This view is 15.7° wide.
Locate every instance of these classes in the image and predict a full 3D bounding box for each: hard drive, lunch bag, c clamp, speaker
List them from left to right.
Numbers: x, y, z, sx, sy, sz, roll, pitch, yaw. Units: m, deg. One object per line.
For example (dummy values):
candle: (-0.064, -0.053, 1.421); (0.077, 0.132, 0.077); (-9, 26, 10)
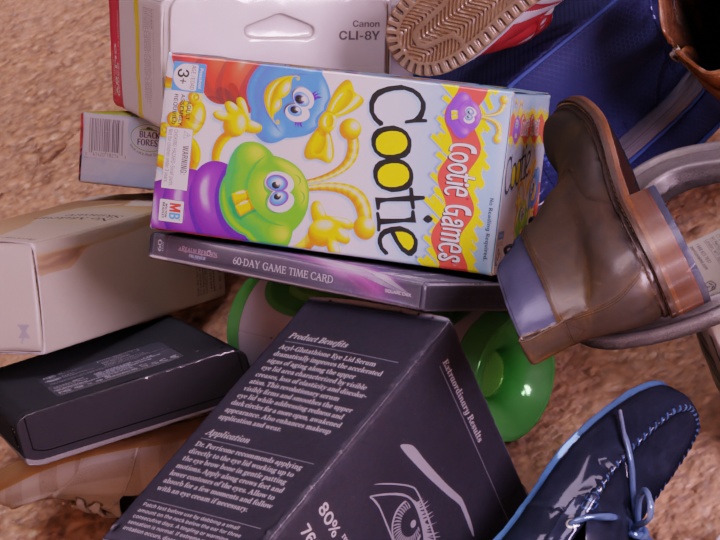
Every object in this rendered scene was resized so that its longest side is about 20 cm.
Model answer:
hard drive: (-0.154, 0.069, 1.578); (0.139, 0.033, 0.200); (-18, 9, -13)
speaker: (0.015, 0.048, 1.543); (0.200, 0.089, 0.088); (11, 48, 42)
lunch bag: (0.127, -0.088, 1.617); (0.200, 0.132, 0.136); (-39, 18, -22)
c clamp: (0.195, -0.028, 1.374); (0.171, 0.027, 0.200); (-3, 37, 32)

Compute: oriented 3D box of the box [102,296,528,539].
box: (-0.017, 0.135, 1.392); (0.104, 0.148, 0.200); (9, 45, 40)

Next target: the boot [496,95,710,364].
boot: (0.103, -0.024, 1.355); (0.097, 0.075, 0.200); (-27, 29, 1)

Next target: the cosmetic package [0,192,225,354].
cosmetic package: (-0.184, 0.000, 1.663); (0.105, 0.071, 0.200); (0, 10, 30)

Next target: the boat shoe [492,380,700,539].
boat shoe: (0.119, 0.150, 1.364); (0.069, 0.084, 0.200); (30, 78, 42)

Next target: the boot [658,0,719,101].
boot: (0.208, -0.144, 1.515); (0.077, 0.155, 0.200); (-40, 49, 21)

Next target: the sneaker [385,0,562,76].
sneaker: (0.113, -0.183, 1.509); (0.200, 0.071, 0.112); (-29, 2, 20)

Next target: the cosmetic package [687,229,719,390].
cosmetic package: (0.279, 0.003, 1.407); (0.200, 0.105, 0.071); (-26, 34, 1)

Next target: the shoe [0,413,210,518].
shoe: (-0.128, 0.121, 1.547); (0.200, 0.053, 0.070); (-13, -7, 15)

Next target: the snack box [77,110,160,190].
snack box: (-0.065, -0.076, 1.720); (0.200, 0.053, 0.142); (8, 9, 36)

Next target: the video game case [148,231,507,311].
video game case: (0.000, 0.000, 1.484); (0.200, 0.019, 0.143); (12, 7, 38)

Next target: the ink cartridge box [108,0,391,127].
ink cartridge box: (-0.074, -0.138, 1.656); (0.145, 0.084, 0.200); (-2, 8, -14)

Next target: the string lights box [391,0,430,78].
string lights box: (0.085, -0.167, 1.734); (0.200, 0.059, 0.103); (-5, 22, -16)

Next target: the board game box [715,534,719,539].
board game box: (0.192, 0.203, 1.266); (0.126, 0.035, 0.200); (10, 48, 41)

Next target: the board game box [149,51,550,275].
board game box: (-0.005, -0.062, 1.482); (0.200, 0.103, 0.105); (7, 5, 15)
